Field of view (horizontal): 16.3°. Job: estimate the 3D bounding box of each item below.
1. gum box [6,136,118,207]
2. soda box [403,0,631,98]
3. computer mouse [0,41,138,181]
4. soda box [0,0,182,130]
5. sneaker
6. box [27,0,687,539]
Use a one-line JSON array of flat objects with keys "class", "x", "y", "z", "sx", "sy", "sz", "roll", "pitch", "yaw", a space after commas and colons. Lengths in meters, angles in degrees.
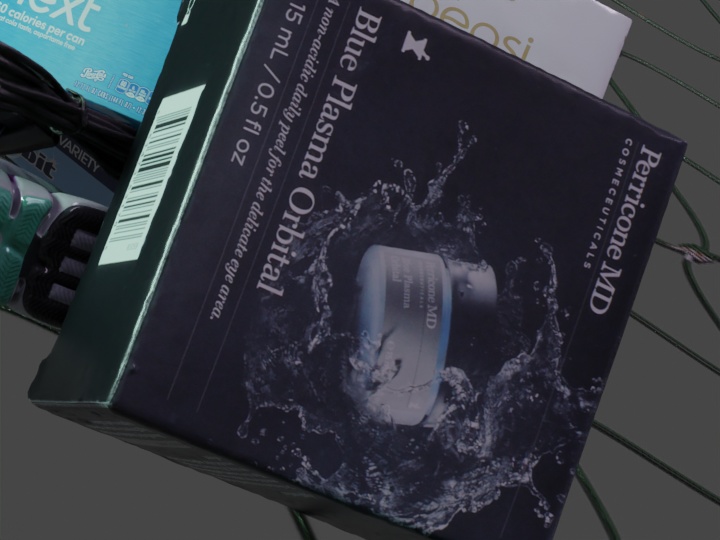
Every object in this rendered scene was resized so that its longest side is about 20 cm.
[{"class": "gum box", "x": -0.109, "y": -0.107, "z": 1.280, "sx": 0.170, "sy": 0.045, "sz": 0.200, "roll": 38, "pitch": 41, "yaw": 13}, {"class": "soda box", "x": 0.017, "y": -0.121, "z": 1.136, "sx": 0.199, "sy": 0.068, "sz": 0.064, "roll": 26, "pitch": -17, "yaw": -11}, {"class": "computer mouse", "x": -0.193, "y": -0.080, "z": 1.102, "sx": 0.200, "sy": 0.046, "sz": 0.140, "roll": 20, "pitch": -9, "yaw": 35}, {"class": "soda box", "x": -0.137, "y": -0.112, "z": 1.139, "sx": 0.199, "sy": 0.068, "sz": 0.064, "roll": 23, "pitch": -9, "yaw": 20}, {"class": "sneaker", "x": -0.191, "y": -0.029, "z": 1.074, "sx": 0.200, "sy": 0.075, "sz": 0.087, "roll": 27, "pitch": 2, "yaw": -31}, {"class": "box", "x": 0.000, "y": 0.000, "z": 1.034, "sx": 0.199, "sy": 0.197, "sz": 0.117, "roll": 24, "pitch": -11, "yaw": -20}]
